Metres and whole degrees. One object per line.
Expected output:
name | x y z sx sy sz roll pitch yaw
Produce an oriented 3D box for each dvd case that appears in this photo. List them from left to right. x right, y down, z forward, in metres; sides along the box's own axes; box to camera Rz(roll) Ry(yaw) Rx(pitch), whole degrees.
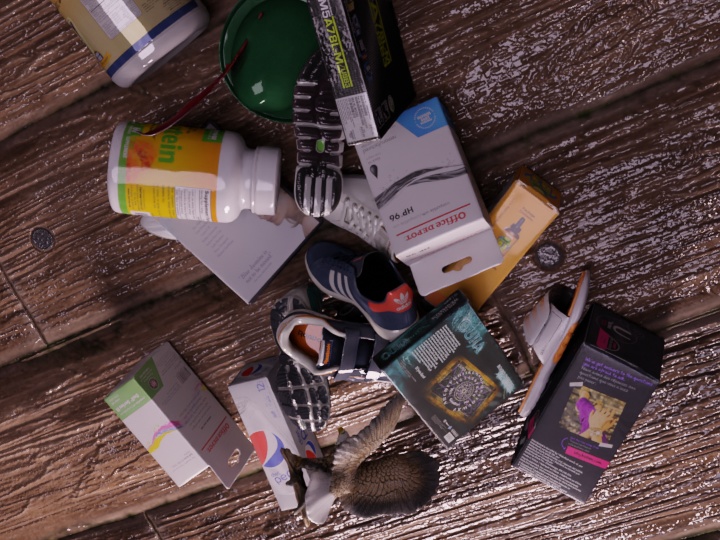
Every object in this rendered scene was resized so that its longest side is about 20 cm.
dvd case | -0.165 -0.075 1.570 0.200 0.018 0.143 41 85 5

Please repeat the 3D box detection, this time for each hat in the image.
hat | -0.121 -0.224 1.458 0.165 0.176 0.201 32 117 1

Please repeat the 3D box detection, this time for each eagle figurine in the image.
eagle figurine | 0.000 0.250 1.633 0.198 0.152 0.152 -14 66 3

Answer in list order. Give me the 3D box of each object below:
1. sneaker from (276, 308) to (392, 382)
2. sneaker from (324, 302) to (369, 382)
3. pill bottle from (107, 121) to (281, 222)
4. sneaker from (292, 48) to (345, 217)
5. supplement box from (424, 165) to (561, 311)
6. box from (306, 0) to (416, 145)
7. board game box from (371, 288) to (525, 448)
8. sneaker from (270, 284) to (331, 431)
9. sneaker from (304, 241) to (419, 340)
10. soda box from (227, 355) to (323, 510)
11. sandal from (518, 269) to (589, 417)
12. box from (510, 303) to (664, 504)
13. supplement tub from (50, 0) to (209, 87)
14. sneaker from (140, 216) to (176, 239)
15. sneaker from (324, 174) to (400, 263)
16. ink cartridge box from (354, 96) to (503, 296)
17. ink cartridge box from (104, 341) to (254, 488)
sneaker | -0.009 0.100 1.535 0.198 0.079 0.079 10 102 7
sneaker | 0.047 0.077 1.593 0.198 0.076 0.115 -7 110 18
pill bottle | -0.198 -0.117 1.510 0.198 0.111 0.112 5 114 0
sneaker | -0.051 -0.164 1.499 0.075 0.116 0.202 9 90 -5
supplement box | 0.162 -0.029 1.522 0.066 0.069 0.200 36 119 -2
box | 0.001 -0.263 1.399 0.047 0.193 0.202 -9 109 21
board game box | 0.114 0.125 1.538 0.135 0.028 0.200 -38 134 -1
sneaker | -0.064 0.117 1.639 0.077 0.080 0.202 5 110 25
sneaker | 0.000 0.000 1.532 0.200 0.075 0.085 35 147 38
soda box | -0.108 0.223 1.704 0.063 0.068 0.201 -15 108 21
sandal | 0.223 0.087 1.540 0.059 0.079 0.208 25 112 6
box | 0.281 0.164 1.536 0.105 0.122 0.201 27 116 4
supplement tub | -0.290 -0.336 1.479 0.144 0.145 0.201 -34 100 25
sneaker | -0.187 -0.067 1.605 0.198 0.070 0.081 17 108 7
sneaker | 0.024 -0.061 1.535 0.198 0.085 0.073 17 124 10
ink cartridge box | 0.080 -0.085 1.461 0.115 0.068 0.202 -23 75 11
ink cartridge box | -0.245 0.212 1.710 0.067 0.117 0.200 -35 99 26
